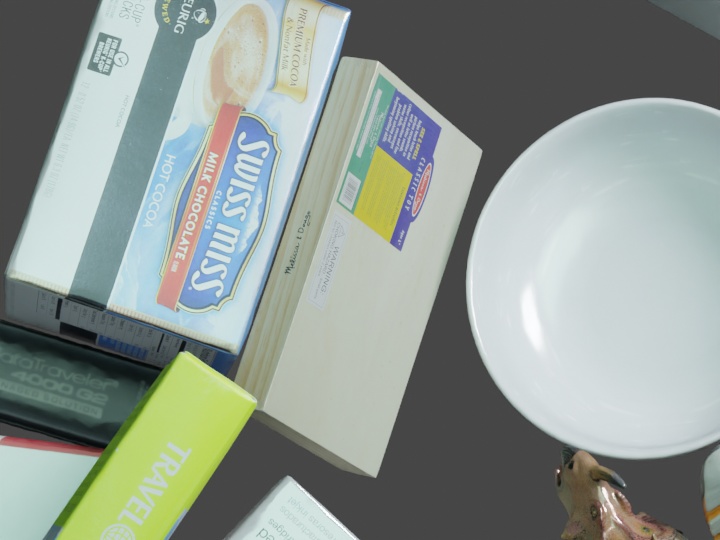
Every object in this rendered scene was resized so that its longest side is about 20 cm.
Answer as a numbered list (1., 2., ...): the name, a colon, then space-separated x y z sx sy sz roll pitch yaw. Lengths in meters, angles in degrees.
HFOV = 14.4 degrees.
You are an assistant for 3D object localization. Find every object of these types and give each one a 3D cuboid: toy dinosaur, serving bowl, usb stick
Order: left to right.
1. usb stick: -0.178 0.061 1.564 0.199 0.033 0.056 17 76 -3
2. serving bowl: 0.162 0.009 1.577 0.200 0.066 0.201 -4 78 18
3. toy dinosaur: 0.178 0.185 1.518 0.200 0.136 0.086 22 52 -1

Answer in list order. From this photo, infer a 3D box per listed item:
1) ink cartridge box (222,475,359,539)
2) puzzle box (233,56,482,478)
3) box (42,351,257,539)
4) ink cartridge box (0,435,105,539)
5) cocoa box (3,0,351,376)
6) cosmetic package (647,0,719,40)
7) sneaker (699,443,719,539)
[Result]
1. ink cartridge box: -0.059 0.232 1.491 0.145 0.145 0.200 42 80 2
2. puzzle box: 0.000 0.000 1.550 0.025 0.133 0.200 11 76 32
3. box: -0.125 0.133 1.310 0.048 0.122 0.200 35 81 -3
4. ink cartridge box: -0.184 0.131 1.468 0.144 0.200 0.084 8 83 -5
5. cocoa box: -0.099 -0.056 1.541 0.131 0.133 0.200 19 79 -3
6. cosmetic package: 0.228 -0.264 1.573 0.199 0.123 0.200 -37 127 -11
7. sneaker: 0.242 0.117 1.544 0.078 0.200 0.077 -29 58 28
